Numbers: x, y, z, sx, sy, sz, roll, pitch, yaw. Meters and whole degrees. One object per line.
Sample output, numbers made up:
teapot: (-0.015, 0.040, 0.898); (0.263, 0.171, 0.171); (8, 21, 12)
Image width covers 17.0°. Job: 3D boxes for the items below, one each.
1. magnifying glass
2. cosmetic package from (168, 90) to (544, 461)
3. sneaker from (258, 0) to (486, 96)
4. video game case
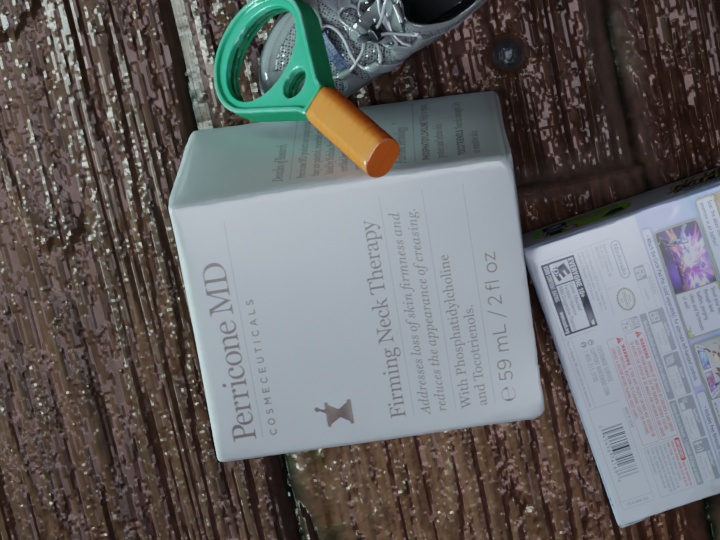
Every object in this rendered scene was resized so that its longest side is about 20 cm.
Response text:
magnifying glass: (-0.033, -0.107, 1.428); (0.022, 0.200, 0.080); (25, 102, -39)
cosmetic package: (0.000, 0.000, 1.467); (0.200, 0.166, 0.168); (-9, 108, 3)
sneaker: (0.014, -0.162, 1.464); (0.200, 0.082, 0.075); (-37, 102, 19)
video game case: (0.219, 0.042, 1.542); (0.181, 0.045, 0.200); (-19, 104, 7)
